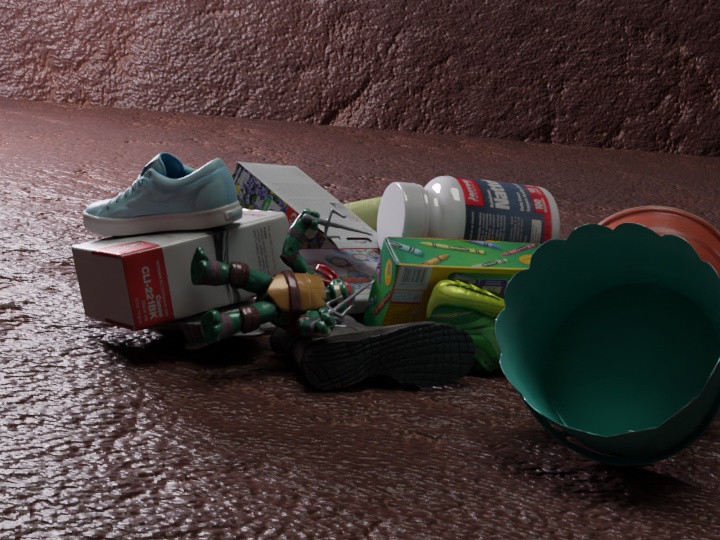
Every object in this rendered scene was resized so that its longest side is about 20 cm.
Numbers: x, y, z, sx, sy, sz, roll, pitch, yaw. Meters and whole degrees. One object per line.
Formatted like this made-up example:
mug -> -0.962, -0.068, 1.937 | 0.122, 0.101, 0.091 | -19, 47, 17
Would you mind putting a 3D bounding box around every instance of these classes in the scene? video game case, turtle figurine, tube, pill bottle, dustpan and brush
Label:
video game case -> 0.000, 0.000, 1.466 | 0.199, 0.024, 0.182 | -4, 27, -30
turtle figurine -> -0.068, 0.021, 1.207 | 0.199, 0.101, 0.150 | -5, 50, -24
tube -> 0.035, -0.078, 1.583 | 0.199, 0.052, 0.058 | -14, 47, 9
pill bottle -> 0.128, -0.052, 1.422 | 0.199, 0.121, 0.120 | 5, 13, -21
dustpan and brush -> -0.143, 0.057, 1.308 | 0.139, 0.058, 0.200 | 1, 14, 36

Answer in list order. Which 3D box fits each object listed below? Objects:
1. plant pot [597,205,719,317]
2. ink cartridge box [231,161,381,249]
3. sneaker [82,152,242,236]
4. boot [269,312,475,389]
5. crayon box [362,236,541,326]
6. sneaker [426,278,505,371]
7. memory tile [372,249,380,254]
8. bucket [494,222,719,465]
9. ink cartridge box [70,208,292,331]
plant pot -> 0.312, 0.055, 1.253 | 0.199, 0.202, 0.195 | 9, 21, 10
ink cartridge box -> -0.065, -0.063, 1.460 | 0.200, 0.051, 0.109 | 41, 26, 31
sneaker -> -0.216, -0.085, 1.262 | 0.199, 0.083, 0.074 | -4, 12, 24
boot -> 0.012, 0.073, 1.258 | 0.199, 0.070, 0.132 | 2, 12, -20
crayon box -> 0.113, 0.029, 1.362 | 0.198, 0.119, 0.058 | 2, 35, -20
sneaker -> 0.159, 0.075, 1.315 | 0.199, 0.084, 0.074 | 23, 14, -13
memory tile -> 0.124, -0.015, 1.514 | 0.199, 0.017, 0.153 | 21, 23, 21
bucket -> 0.236, 0.071, 1.063 | 0.206, 0.208, 0.135 | 14, -15, 29
ink cartridge box -> -0.190, -0.006, 1.278 | 0.199, 0.084, 0.144 | -17, 14, -32
